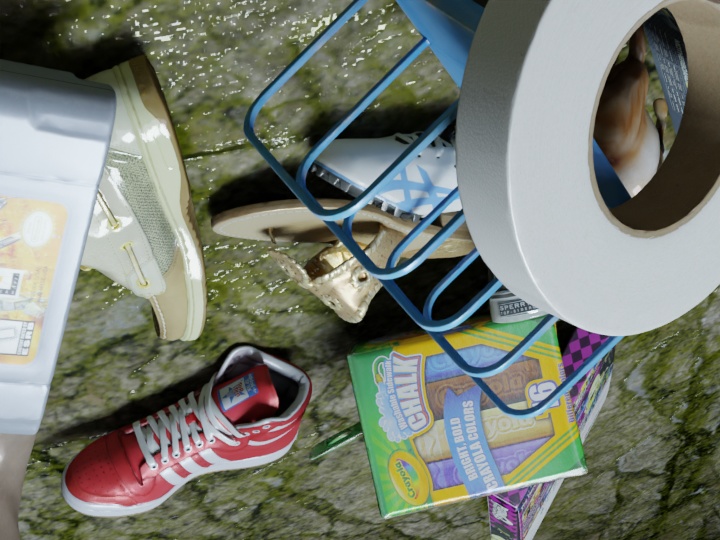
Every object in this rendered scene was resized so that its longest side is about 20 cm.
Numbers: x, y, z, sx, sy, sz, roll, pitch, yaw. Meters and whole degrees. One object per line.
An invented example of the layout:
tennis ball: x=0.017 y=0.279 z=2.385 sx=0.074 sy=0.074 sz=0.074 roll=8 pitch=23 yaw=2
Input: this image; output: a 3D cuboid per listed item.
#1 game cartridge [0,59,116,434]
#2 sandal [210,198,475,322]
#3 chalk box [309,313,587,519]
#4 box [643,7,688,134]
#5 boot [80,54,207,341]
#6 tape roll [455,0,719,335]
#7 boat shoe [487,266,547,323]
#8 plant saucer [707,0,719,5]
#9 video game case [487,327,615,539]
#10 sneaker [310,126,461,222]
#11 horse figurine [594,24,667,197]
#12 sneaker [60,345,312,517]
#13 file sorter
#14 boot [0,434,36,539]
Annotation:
game cartridge: x=-0.201 y=-0.006 z=0.542 sx=0.132 sy=0.042 sz=0.202 roll=4 pitch=122 yaw=-29
sandal: x=0.003 y=-0.001 z=0.751 sx=0.210 sy=0.071 sz=0.077 roll=1 pitch=166 yaw=-38
chalk box: x=0.056 y=0.106 z=0.873 sx=0.197 sy=0.126 sz=0.124 roll=-12 pitch=-179 yaw=1
box: x=0.229 y=-0.165 z=0.637 sx=0.158 sy=0.051 sz=0.200 roll=-48 pitch=147 yaw=-2
boot: x=-0.167 y=-0.016 z=0.627 sx=0.153 sy=0.073 sz=0.201 roll=-18 pitch=142 yaw=-12
tape roll: x=0.127 y=-0.072 z=0.511 sx=0.201 sy=0.037 sz=0.206 roll=-14 pitch=115 yaw=-32
boat shoe: x=0.126 y=-0.007 z=0.831 sx=0.070 sy=0.065 sz=0.200 roll=-12 pitch=-179 yaw=11
plant saucer: x=0.175 y=-0.208 z=0.457 sx=0.198 sy=0.032 sz=0.203 roll=-14 pitch=113 yaw=-35
video game case: x=0.180 y=0.159 z=1.072 sx=0.201 sy=0.035 sz=0.182 roll=-57 pitch=159 yaw=-21
sneaker: x=0.060 y=-0.069 z=0.722 sx=0.198 sy=0.072 sz=0.073 roll=3 pitch=110 yaw=-29
horse figurine: x=0.155 y=-0.085 z=0.682 sx=0.049 sy=0.134 sz=0.201 roll=3 pitch=149 yaw=20
sneaker: x=-0.128 y=0.120 z=0.870 sx=0.198 sy=0.072 sz=0.113 roll=-15 pitch=154 yaw=-29
file sorter: x=0.053 y=-0.037 z=0.600 sx=0.123 sy=0.139 sz=0.200 roll=-43 pitch=129 yaw=2
boot: x=-0.262 y=0.188 z=0.808 sx=0.070 sy=0.147 sz=0.200 roll=4 pitch=140 yaw=-36
